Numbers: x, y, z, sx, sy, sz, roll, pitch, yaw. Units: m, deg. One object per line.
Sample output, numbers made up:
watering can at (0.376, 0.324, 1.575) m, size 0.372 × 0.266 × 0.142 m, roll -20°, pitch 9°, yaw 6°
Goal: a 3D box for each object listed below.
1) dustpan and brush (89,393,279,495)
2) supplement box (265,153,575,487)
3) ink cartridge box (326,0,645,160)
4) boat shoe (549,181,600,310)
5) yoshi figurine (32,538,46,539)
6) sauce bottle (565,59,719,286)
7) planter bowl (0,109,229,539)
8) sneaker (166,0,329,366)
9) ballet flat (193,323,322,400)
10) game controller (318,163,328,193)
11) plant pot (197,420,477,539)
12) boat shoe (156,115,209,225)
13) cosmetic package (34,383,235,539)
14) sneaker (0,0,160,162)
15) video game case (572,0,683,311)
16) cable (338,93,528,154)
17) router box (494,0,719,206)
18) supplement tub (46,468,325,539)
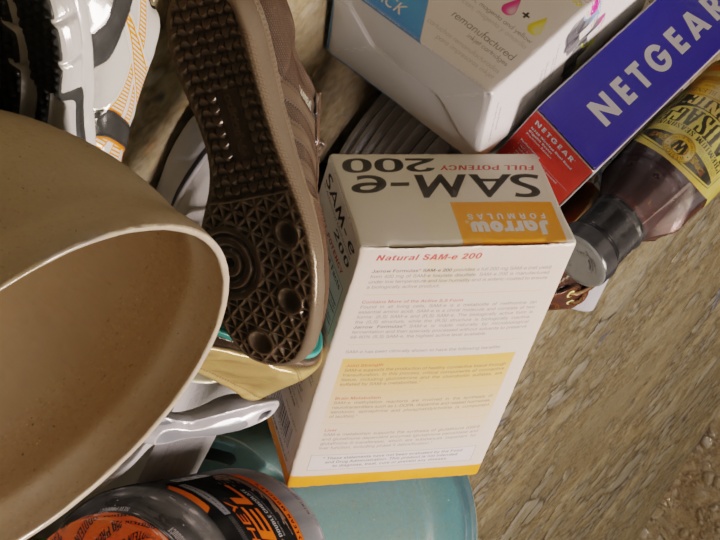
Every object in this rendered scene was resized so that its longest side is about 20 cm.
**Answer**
dustpan and brush at (-0.137, 0.083, 1.023) m, size 0.199 × 0.057 × 0.140 m, roll -18°, pitch 147°, yaw -33°
supplement box at (0.027, 0.030, 1.084) m, size 0.125 × 0.074 × 0.201 m, roll -1°, pitch 136°, yaw -20°
ink cartridge box at (0.089, -0.169, 1.093) m, size 0.200 × 0.115 × 0.068 m, roll -43°, pitch 161°, yaw -27°
boat shoe at (0.130, -0.007, 1.309) m, size 0.070 × 0.070 × 0.200 m, roll -46°, pitch -173°, yaw -17°
yoshi figurine at (-0.231, 0.243, 1.113) m, size 0.200 × 0.112 × 0.113 m, roll -50°, pitch 155°, yaw -16°
sauce bottle at (0.197, -0.063, 1.212) m, size 0.200 × 0.066 × 0.066 m, roll -44°, pitch 160°, yaw -30°
planter bowl at (-0.169, 0.012, 0.762) m, size 0.200 × 0.135 × 0.201 m, roll -36°, pitch 158°, yaw -17°
sneaker at (-0.040, -0.055, 0.952) m, size 0.075 × 0.070 × 0.202 m, roll -35°, pitch 123°, yaw -53°
ballet flat at (-0.106, 0.026, 0.981) m, size 0.199 × 0.069 × 0.063 m, roll 25°, pitch 132°, yaw -36°
game controller at (0.000, 0.000, 1.139) m, size 0.104 × 0.042 × 0.200 m, roll -28°, pitch 139°, yaw 25°
plant pot at (-0.051, 0.182, 1.316) m, size 0.201 × 0.200 × 0.196 m, roll -57°, pitch 154°, yaw 16°
boat shoe at (-0.082, -0.016, 1.044) m, size 0.201 × 0.066 × 0.072 m, roll -58°, pitch 161°, yaw 17°
cosmetic package at (-0.131, 0.105, 1.176) m, size 0.082 × 0.051 × 0.201 m, roll -25°, pitch 148°, yaw -58°
sneaker at (-0.119, -0.078, 0.834) m, size 0.080 × 0.074 × 0.201 m, roll -42°, pitch 160°, yaw -33°
video game case at (0.179, -0.103, 1.394) m, size 0.183 × 0.023 × 0.201 m, roll -95°, pitch -163°, yaw -44°
cable at (0.041, -0.053, 1.269) m, size 0.201 × 0.069 × 0.200 m, roll -58°, pitch 163°, yaw 17°
router box at (0.140, -0.090, 1.165) m, size 0.200 × 0.049 × 0.180 m, roll -42°, pitch 177°, yaw -31°
supplement tub at (-0.104, 0.180, 1.098) m, size 0.123 × 0.122 × 0.200 m, roll -55°, pitch 164°, yaw 10°
